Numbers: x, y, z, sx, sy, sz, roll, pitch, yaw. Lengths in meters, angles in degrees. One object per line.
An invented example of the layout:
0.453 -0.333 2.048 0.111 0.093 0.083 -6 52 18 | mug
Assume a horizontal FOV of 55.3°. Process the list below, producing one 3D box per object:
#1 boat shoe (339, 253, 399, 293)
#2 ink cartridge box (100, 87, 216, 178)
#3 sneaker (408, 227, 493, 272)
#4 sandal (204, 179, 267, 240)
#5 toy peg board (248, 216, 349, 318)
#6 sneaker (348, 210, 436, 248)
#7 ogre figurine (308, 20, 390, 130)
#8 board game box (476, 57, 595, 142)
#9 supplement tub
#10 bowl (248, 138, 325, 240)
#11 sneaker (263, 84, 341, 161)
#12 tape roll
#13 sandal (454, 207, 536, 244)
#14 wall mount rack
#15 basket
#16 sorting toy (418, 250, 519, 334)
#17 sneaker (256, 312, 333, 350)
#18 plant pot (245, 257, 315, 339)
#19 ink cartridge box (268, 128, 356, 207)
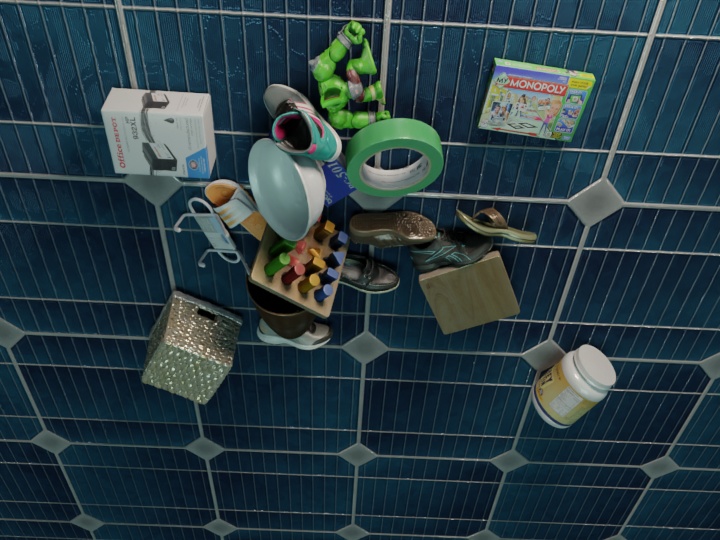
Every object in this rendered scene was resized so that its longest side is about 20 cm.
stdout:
0.000 -0.002 1.596 0.194 0.076 0.067 16 151 -1 | boat shoe
-0.394 -0.269 1.360 0.193 0.085 0.148 3 133 -1 | ink cartridge box
0.200 -0.054 1.546 0.195 0.076 0.080 -15 126 17 | sneaker
-0.255 -0.116 1.511 0.078 0.060 0.206 -31 124 27 | sandal
-0.110 -0.038 1.469 0.196 0.205 0.097 28 151 -22 | toy peg board
0.070 -0.086 1.540 0.193 0.072 0.076 7 151 0 | sneaker
-0.022 -0.344 1.276 0.117 0.100 0.202 -18 144 4 | ogre figurine
0.335 -0.327 1.329 0.194 0.030 0.137 7 133 -5 | board game box
0.561 0.305 1.815 0.141 0.147 0.201 21 129 -18 | supplement tub
-0.130 -0.171 1.353 0.089 0.200 0.205 -27 144 -33 | bowl
-0.132 -0.276 1.265 0.200 0.120 0.084 44 111 17 | sneaker
0.067 -0.220 1.371 0.194 0.049 0.202 -5 153 -2 | tape roll
0.297 -0.107 1.509 0.195 0.080 0.059 12 107 -13 | sandal
-0.315 -0.063 1.523 0.169 0.076 0.202 5 140 30 | wall mount rack
-0.426 0.198 1.723 0.194 0.164 0.201 24 131 -21 | basket
0.257 0.039 1.631 0.194 0.071 0.202 -17 131 16 | sorting toy
-0.165 0.147 1.741 0.194 0.075 0.081 6 128 -4 | sneaker
-0.169 0.073 1.617 0.181 0.191 0.202 2 146 -1 | plant pot
-0.092 -0.230 1.416 0.092 0.045 0.200 -26 127 25 | ink cartridge box
